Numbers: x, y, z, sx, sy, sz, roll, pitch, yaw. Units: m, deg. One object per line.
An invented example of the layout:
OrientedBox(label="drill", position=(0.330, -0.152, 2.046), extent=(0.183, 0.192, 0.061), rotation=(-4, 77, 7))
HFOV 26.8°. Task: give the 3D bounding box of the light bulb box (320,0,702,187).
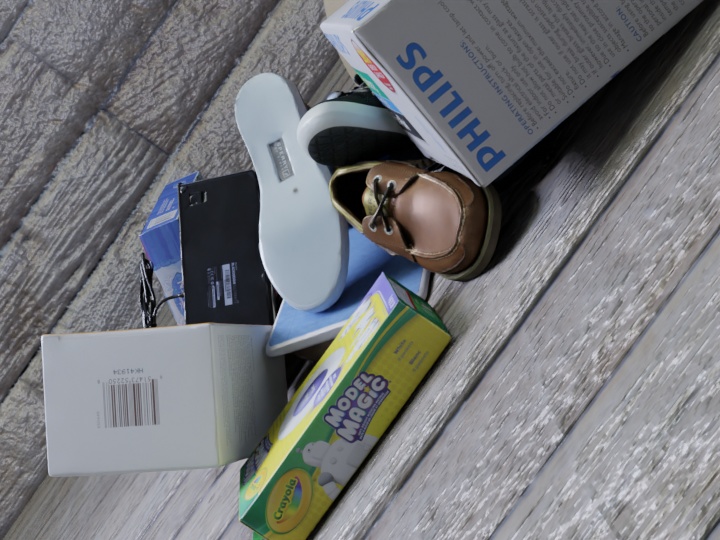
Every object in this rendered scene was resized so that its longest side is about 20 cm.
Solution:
OrientedBox(label="light bulb box", position=(0.095, -0.170, 0.951), extent=(0.200, 0.125, 0.198), rotation=(-40, 12, 1))

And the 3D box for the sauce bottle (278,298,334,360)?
OrientedBox(label="sauce bottle", position=(-0.026, 0.005, 1.299), extent=(0.066, 0.066, 0.200), rotation=(-51, 9, 23))

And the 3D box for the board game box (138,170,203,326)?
OrientedBox(label="board game box", position=(-0.137, 0.025, 1.406), extent=(0.043, 0.200, 0.200), rotation=(-22, 14, 6))

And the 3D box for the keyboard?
OrientedBox(label="keyboard", position=(-0.130, 0.019, 1.242), extent=(0.021, 0.126, 0.201), rotation=(53, -151, -65))

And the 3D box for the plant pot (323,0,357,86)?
OrientedBox(label="plant pot", position=(0.055, -0.216, 1.354), extent=(0.201, 0.199, 0.135), rotation=(-68, -8, -53))

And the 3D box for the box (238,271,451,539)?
OrientedBox(label="box", position=(-0.022, 0.101, 0.997), extent=(0.201, 0.048, 0.117), rotation=(-56, 9, 5))

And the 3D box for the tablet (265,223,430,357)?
OrientedBox(label="tablet", position=(0.000, 0.000, 1.173), extent=(0.129, 0.014, 0.200), rotation=(-20, 22, 16))

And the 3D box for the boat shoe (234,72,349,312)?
OrientedBox(label="boat shoe", position=(-0.036, -0.054, 1.172), extent=(0.071, 0.091, 0.201), rotation=(-22, 66, 19))

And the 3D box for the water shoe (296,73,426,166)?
OrientedBox(label="water shoe", position=(0.012, -0.123, 1.112), extent=(0.071, 0.079, 0.200), rotation=(-22, -9, 32))

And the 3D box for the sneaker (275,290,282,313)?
OrientedBox(label="sneaker", position=(-0.095, 0.058, 1.292), extent=(0.096, 0.078, 0.201), rotation=(70, -159, -62))

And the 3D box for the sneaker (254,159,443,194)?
OrientedBox(label="sneaker", position=(0.007, -0.090, 1.282), extent=(0.199, 0.070, 0.108), rotation=(-26, 4, 21))

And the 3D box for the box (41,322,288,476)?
OrientedBox(label="box", position=(-0.135, 0.091, 1.099), extent=(0.200, 0.124, 0.098), rotation=(15, -110, -79))

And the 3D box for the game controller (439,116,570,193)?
OrientedBox(label="game controller", position=(0.098, -0.080, 1.079), extent=(0.104, 0.042, 0.200), rotation=(-44, 3, -29))

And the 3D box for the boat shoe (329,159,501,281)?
OrientedBox(label="boat shoe", position=(0.031, -0.037, 1.032), extent=(0.200, 0.068, 0.072), rotation=(-162, 84, -70))
